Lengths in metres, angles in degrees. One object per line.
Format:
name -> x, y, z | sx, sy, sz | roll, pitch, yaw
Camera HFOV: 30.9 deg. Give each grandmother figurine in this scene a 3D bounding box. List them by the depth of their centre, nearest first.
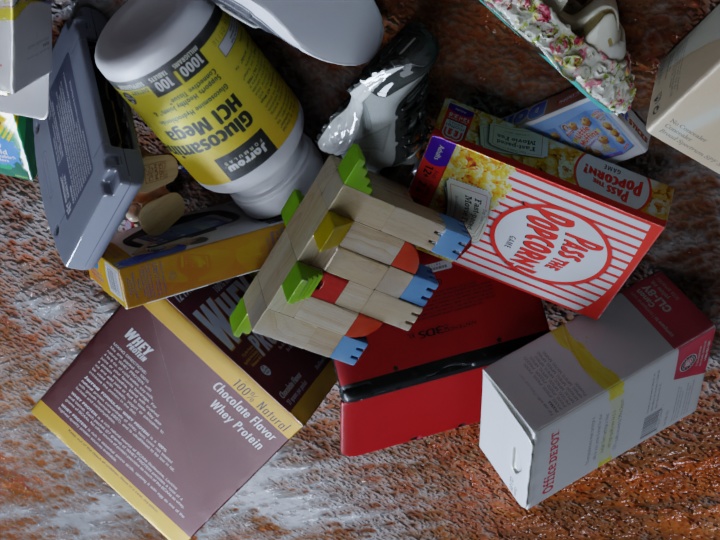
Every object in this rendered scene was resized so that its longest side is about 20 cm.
grandmother figurine -> -0.226, -0.102, 1.171 | 0.200, 0.060, 0.122 | 29, 124, 51

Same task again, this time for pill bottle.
pill bottle -> -0.118, -0.138, 1.084 | 0.112, 0.113, 0.200 | -9, 136, 35

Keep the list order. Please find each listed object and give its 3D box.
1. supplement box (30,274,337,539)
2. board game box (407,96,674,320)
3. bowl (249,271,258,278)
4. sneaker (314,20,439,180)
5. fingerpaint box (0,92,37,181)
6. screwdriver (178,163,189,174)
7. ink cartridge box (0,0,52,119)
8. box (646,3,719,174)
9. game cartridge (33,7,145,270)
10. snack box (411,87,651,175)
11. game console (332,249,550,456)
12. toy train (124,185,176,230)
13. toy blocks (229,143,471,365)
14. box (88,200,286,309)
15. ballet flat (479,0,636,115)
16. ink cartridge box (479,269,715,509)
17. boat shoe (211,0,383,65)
supplement box -> -0.162, 0.113, 1.248 | 0.197, 0.133, 0.200 | 43, 117, -1
board game box -> 0.139, -0.048, 1.093 | 0.200, 0.046, 0.152 | 21, 146, 0
bowl -> -0.128, 0.064, 1.367 | 0.200, 0.108, 0.200 | 13, 145, 9
sneaker -> 0.029, -0.130, 1.035 | 0.079, 0.074, 0.200 | 41, 158, 1
fingerpaint box -> -0.393, -0.179, 1.196 | 0.200, 0.073, 0.167 | 14, 144, 9
screwdriver -> -0.183, -0.096, 1.245 | 0.200, 0.029, 0.028 | -1, 140, 25
ink cartridge box -> -0.314, -0.215, 1.045 | 0.116, 0.068, 0.200 | 11, 117, 12
box -> 0.294, -0.154, 0.893 | 0.095, 0.078, 0.200 | 27, 145, -9
game cartridge -> -0.236, -0.107, 1.105 | 0.041, 0.200, 0.133 | 9, 139, -36
snack box -> 0.139, -0.098, 1.091 | 0.200, 0.024, 0.072 | -20, 128, 43
game console -> 0.063, 0.066, 1.208 | 0.200, 0.173, 0.119 | -14, 175, -12
toy train -> -0.219, -0.040, 1.334 | 0.046, 0.034, 0.200 | 46, 148, 14
toy blocks -> 0.000, 0.000, 1.083 | 0.137, 0.100, 0.200 | 21, 115, -27
box -> -0.131, -0.024, 1.145 | 0.119, 0.200, 0.042 | 25, 130, 61
ballet flat -> 0.143, -0.186, 0.933 | 0.200, 0.076, 0.064 | 35, 127, -26
ink cartridge box -> 0.211, 0.109, 1.183 | 0.083, 0.200, 0.145 | 52, 161, 32
boat shoe -> -0.075, -0.218, 1.001 | 0.200, 0.072, 0.068 | 21, -178, -26
